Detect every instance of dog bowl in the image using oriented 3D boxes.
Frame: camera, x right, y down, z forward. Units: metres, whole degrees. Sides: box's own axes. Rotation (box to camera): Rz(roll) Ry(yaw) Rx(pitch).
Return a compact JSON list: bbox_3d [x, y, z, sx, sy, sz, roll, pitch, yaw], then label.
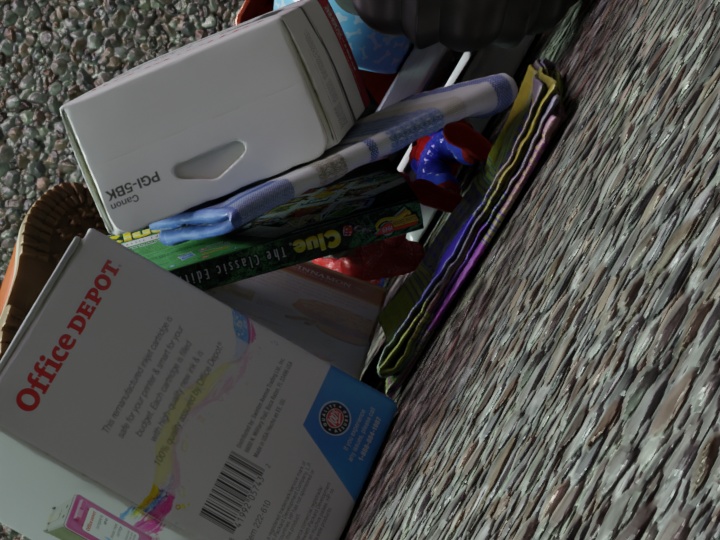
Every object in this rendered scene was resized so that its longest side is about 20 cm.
[{"bbox_3d":[-0.004,-0.180,1.553,0.200,0.111,0.050,-44,-27,-77],"label":"dog bowl"}]

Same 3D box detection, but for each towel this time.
[{"bbox_3d":[-0.015,-0.063,1.282,0.199,0.024,0.147,-27,8,-23],"label":"towel"},{"bbox_3d":[0.063,-0.032,1.275,0.201,0.023,0.144,-59,6,14],"label":"towel"}]

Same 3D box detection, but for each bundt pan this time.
[{"bbox_3d":[0.060,-0.211,1.435,0.202,0.201,0.076,-65,-15,-48],"label":"bundt pan"}]

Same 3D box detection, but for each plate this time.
[{"bbox_3d":[0.064,-0.102,1.648,0.200,0.032,0.200,-60,5,-6],"label":"plate"}]

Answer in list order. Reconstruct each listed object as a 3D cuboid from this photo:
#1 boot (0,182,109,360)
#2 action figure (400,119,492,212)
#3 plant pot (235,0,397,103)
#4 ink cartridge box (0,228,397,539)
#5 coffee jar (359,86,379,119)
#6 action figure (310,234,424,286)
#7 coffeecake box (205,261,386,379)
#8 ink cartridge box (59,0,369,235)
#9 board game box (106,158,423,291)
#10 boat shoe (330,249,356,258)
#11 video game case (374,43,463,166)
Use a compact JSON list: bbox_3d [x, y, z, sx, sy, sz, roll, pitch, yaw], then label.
[{"bbox_3d":[-0.237,0.027,1.582,0.107,0.075,0.201,-43,23,47],"label":"boot"},{"bbox_3d":[0.051,-0.075,1.450,0.200,0.051,0.066,-95,30,-85],"label":"action figure"},{"bbox_3d":[0.047,-0.249,1.858,0.201,0.199,0.176,-58,-6,26],"label":"plant pot"},{"bbox_3d":[-0.102,0.092,1.177,0.085,0.199,0.145,-54,7,48],"label":"ink cartridge box"},{"bbox_3d":[-0.081,-0.082,1.625,0.200,0.104,0.085,-43,-25,4],"label":"coffee jar"},{"bbox_3d":[0.000,0.000,1.507,0.200,0.065,0.052,134,128,-69],"label":"action figure"},{"bbox_3d":[-0.076,0.055,1.365,0.200,0.153,0.073,-70,-2,-66],"label":"coffeecake box"},{"bbox_3d":[-0.082,-0.099,1.319,0.146,0.083,0.200,-21,8,9],"label":"ink cartridge box"},{"bbox_3d":[-0.067,-0.021,1.330,0.105,0.199,0.024,-116,11,-68],"label":"board game box"},{"bbox_3d":[-0.029,-0.082,1.498,0.073,0.063,0.201,-51,21,27],"label":"boat shoe"},{"bbox_3d":[0.038,-0.124,1.589,0.201,0.023,0.182,-59,-4,6],"label":"video game case"}]
